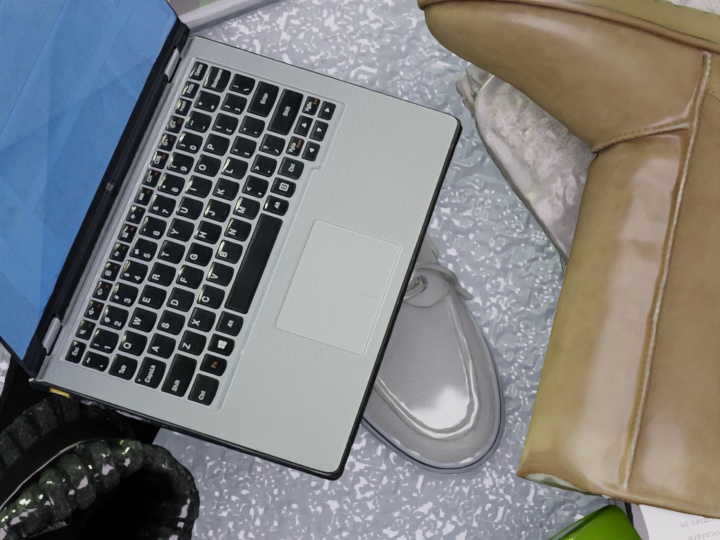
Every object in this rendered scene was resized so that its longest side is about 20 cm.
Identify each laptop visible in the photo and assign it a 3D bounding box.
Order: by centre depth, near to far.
[{"bbox_3d":[-0.070,-0.050,0.935,0.199,0.116,0.188,17,56,4],"label":"laptop"}]

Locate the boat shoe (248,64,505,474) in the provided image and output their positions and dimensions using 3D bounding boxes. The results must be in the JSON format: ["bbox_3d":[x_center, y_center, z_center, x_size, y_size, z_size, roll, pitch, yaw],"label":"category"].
[{"bbox_3d":[0.004,-0.003,1.044,0.074,0.086,0.203,-26,87,-4],"label":"boat shoe"}]

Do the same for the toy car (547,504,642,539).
[{"bbox_3d":[0.058,0.222,0.997,0.157,0.200,0.165,-27,84,-50],"label":"toy car"}]

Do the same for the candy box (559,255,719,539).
[{"bbox_3d":[0.171,0.057,1.061,0.135,0.061,0.202,-10,85,-3],"label":"candy box"}]

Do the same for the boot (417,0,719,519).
[{"bbox_3d":[0.092,-0.011,0.969,0.174,0.066,0.202,11,87,-1],"label":"boot"}]

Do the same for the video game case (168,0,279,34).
[{"bbox_3d":[-0.147,-0.178,1.082,0.199,0.022,0.184,-21,87,-5],"label":"video game case"}]

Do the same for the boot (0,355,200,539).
[{"bbox_3d":[-0.106,0.064,0.989,0.079,0.158,0.212,28,78,-15],"label":"boot"}]

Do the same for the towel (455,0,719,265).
[{"bbox_3d":[0.144,-0.037,1.021,0.132,0.034,0.201,-37,87,-4],"label":"towel"}]

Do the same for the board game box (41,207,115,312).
[{"bbox_3d":[-0.185,-0.071,1.004,0.199,0.034,0.135,35,44,0],"label":"board game box"}]
